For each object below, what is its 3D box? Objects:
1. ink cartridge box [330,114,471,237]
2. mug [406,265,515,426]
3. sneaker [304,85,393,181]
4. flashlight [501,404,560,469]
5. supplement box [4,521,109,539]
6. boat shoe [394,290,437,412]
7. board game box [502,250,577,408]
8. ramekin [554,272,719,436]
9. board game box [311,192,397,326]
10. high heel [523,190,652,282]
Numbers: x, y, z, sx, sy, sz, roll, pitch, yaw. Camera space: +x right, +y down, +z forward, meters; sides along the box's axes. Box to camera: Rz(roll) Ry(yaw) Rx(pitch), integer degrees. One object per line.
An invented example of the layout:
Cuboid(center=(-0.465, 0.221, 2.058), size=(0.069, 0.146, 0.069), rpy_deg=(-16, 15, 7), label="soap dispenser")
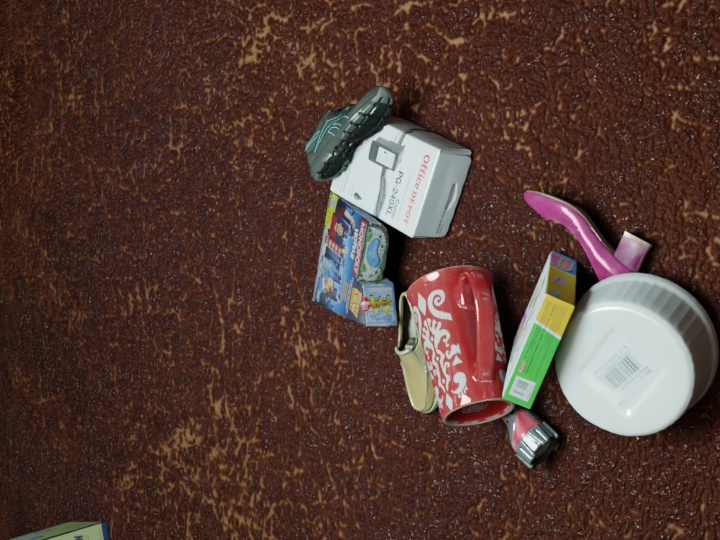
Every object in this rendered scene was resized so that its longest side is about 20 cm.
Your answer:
Cuboid(center=(0.061, -0.156, 1.469), size=(0.199, 0.083, 0.147), rpy_deg=(32, 113, 38), label="ink cartridge box")
Cuboid(center=(0.143, 0.104, 1.325), size=(0.132, 0.178, 0.202), rpy_deg=(-16, 64, 11), label="mug")
Cuboid(center=(-0.027, -0.226, 1.442), size=(0.200, 0.075, 0.080), rpy_deg=(-43, 61, 36), label="sneaker")
Cuboid(center=(0.207, 0.205, 1.382), size=(0.200, 0.067, 0.068), rpy_deg=(42, 160, 35), label="flashlight")
Cuboid(center=(-0.721, 0.682, 2.178), size=(0.199, 0.199, 0.136), rpy_deg=(-15, 84, 43), label="supplement box")
Cuboid(center=(0.084, 0.130, 1.477), size=(0.071, 0.076, 0.203), rpy_deg=(-5, 90, 42), label="boat shoe")
Cuboid(center=(0.244, 0.074, 1.249), size=(0.040, 0.200, 0.154), rpy_deg=(21, 111, 7), label="board game box")
Cuboid(center=(0.347, 0.112, 1.188), size=(0.199, 0.097, 0.203), rpy_deg=(10, 110, 30), label="ramekin")
Cuboid(center=(0.000, 0.000, 1.505), size=(0.200, 0.061, 0.202), rpy_deg=(41, 126, 54), label="board game box")
Cuboid(center=(0.297, -0.035, 1.276), size=(0.199, 0.067, 0.097), rpy_deg=(30, 103, 23), label="high heel")
